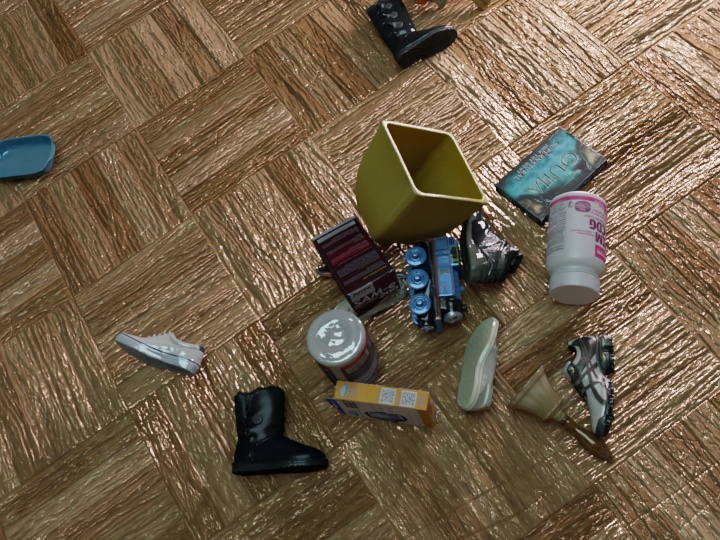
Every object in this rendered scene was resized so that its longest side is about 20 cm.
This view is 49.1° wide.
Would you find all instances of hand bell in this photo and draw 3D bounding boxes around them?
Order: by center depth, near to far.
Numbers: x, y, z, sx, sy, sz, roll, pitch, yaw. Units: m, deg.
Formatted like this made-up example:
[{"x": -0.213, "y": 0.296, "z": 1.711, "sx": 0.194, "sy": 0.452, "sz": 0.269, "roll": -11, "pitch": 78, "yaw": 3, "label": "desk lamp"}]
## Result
[{"x": 0.375, "y": 0.274, "z": 1.427, "sx": 0.200, "sy": 0.104, "sz": 0.104, "roll": 40, "pitch": 79, "yaw": 14, "label": "hand bell"}]

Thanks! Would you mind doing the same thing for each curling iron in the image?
[{"x": 0.000, "y": 0.000, "z": 1.672, "sx": 0.199, "sy": 0.026, "sz": 0.050, "roll": 6, "pitch": 68, "yaw": 16, "label": "curling iron"}]

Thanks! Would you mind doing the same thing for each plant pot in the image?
[{"x": 0.100, "y": -0.158, "z": 1.619, "sx": 0.195, "sy": 0.200, "sz": 0.195, "roll": 2, "pitch": 53, "yaw": -36, "label": "plant pot"}]

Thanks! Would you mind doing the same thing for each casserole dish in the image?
[{"x": -0.864, "y": -0.284, "z": 2.018, "sx": 0.199, "sy": 0.039, "sz": 0.122, "roll": -5, "pitch": 64, "yaw": 12, "label": "casserole dish"}]

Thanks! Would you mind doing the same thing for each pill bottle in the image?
[{"x": -0.026, "y": 0.161, "z": 1.500, "sx": 0.110, "sy": 0.200, "sz": 0.111, "roll": -5, "pitch": 63, "yaw": 10, "label": "pill bottle"}, {"x": 0.422, "y": -0.043, "z": 1.541, "sx": 0.113, "sy": 0.113, "sz": 0.201, "roll": 3, "pitch": 66, "yaw": 15, "label": "pill bottle"}]

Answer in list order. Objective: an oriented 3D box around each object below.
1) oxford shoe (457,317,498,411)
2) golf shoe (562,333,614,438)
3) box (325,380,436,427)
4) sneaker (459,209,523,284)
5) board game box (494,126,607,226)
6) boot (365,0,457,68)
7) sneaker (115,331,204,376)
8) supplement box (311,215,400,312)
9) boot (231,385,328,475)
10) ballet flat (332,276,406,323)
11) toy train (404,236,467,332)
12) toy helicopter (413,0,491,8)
[{"x": 0.235, "y": 0.183, "z": 1.511, "sx": 0.058, "sy": 0.075, "sz": 0.200, "roll": 29, "pitch": 58, "yaw": -19, "label": "oxford shoe"}, {"x": 0.418, "y": 0.212, "z": 1.443, "sx": 0.094, "sy": 0.078, "sz": 0.200, "roll": -1, "pitch": 54, "yaw": 18, "label": "golf shoe"}, {"x": 0.038, "y": 0.251, "z": 1.487, "sx": 0.199, "sy": 0.119, "sz": 0.042, "roll": 7, "pitch": 66, "yaw": 16, "label": "box"}, {"x": 0.264, "y": -0.051, "z": 1.611, "sx": 0.114, "sy": 0.076, "sz": 0.200, "roll": 5, "pitch": 47, "yaw": -8, "label": "sneaker"}, {"x": 0.404, "y": -0.202, "z": 1.671, "sx": 0.200, "sy": 0.028, "sz": 0.135, "roll": -42, "pitch": 62, "yaw": -9, "label": "board game box"}, {"x": 0.123, "y": -0.604, "z": 1.924, "sx": 0.164, "sy": 0.066, "sz": 0.200, "roll": -24, "pitch": 57, "yaw": -1, "label": "boot"}, {"x": -0.423, "y": 0.165, "z": 1.677, "sx": 0.199, "sy": 0.073, "sz": 0.071, "roll": 18, "pitch": 60, "yaw": 12, "label": "sneaker"}, {"x": -0.011, "y": -0.016, "z": 1.611, "sx": 0.109, "sy": 0.061, "sz": 0.200, "roll": -28, "pitch": 44, "yaw": -5, "label": "supplement box"}, {"x": -0.158, "y": 0.307, "z": 1.530, "sx": 0.199, "sy": 0.076, "sz": 0.169, "roll": -7, "pitch": 66, "yaw": 17, "label": "boot"}, {"x": 0.002, "y": 0.067, "z": 1.618, "sx": 0.200, "sy": 0.072, "sz": 0.072, "roll": -32, "pitch": 61, "yaw": -2, "label": "ballet flat"}, {"x": 0.152, "y": 0.027, "z": 1.589, "sx": 0.114, "sy": 0.087, "sz": 0.201, "roll": -7, "pitch": 63, "yaw": 7, "label": "toy train"}, {"x": 0.228, "y": -0.698, "z": 1.914, "sx": 0.199, "sy": 0.133, "sz": 0.079, "roll": 21, "pitch": 37, "yaw": 4, "label": "toy helicopter"}]
